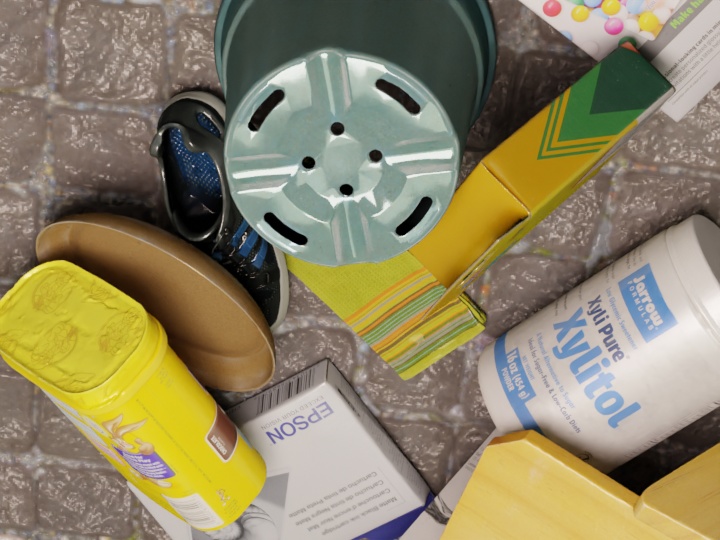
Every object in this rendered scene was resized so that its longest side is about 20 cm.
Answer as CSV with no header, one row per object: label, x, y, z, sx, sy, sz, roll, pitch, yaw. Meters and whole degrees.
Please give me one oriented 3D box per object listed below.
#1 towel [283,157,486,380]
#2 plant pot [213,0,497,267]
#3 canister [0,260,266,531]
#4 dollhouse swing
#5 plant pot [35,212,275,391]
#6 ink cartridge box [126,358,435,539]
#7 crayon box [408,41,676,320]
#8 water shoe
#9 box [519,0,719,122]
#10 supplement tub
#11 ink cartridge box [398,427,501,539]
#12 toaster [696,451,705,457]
towel,0.000,0.000,1.501,0.086,0.018,0.200,-38,114,22
plant pot,-0.007,-0.110,1.317,0.200,0.196,0.200,1,117,2
canister,-0.168,0.097,1.473,0.087,0.149,0.200,-49,136,-15
dollhouse swing,0.186,0.196,1.470,0.176,0.182,0.200,41,130,24
plant pot,-0.146,0.019,1.461,0.200,0.027,0.200,23,152,13
ink cartridge box,-0.054,0.190,1.610,0.200,0.041,0.200,-29,117,19
crayon box,0.112,-0.060,1.335,0.051,0.200,0.127,47,145,5
water shoe,-0.110,-0.029,1.442,0.071,0.079,0.200,-8,117,21
box,0.194,-0.216,1.344,0.200,0.041,0.156,36,117,-18
supplement tub,0.199,0.063,1.467,0.200,0.132,0.132,-36,115,22
ink cartridge box,0.107,0.245,1.560,0.146,0.084,0.200,44,83,-23
toaster,0.323,0.225,1.578,0.129,0.114,0.200,1,126,6
